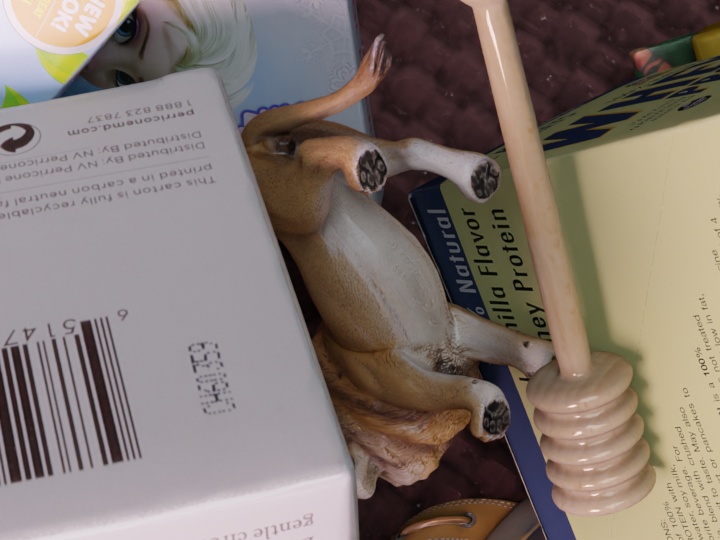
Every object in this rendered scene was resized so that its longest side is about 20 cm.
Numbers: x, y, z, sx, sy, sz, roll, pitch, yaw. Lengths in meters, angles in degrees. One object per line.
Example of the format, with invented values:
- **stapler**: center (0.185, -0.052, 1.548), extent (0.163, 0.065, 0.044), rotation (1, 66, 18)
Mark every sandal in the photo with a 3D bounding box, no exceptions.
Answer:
- **sandal**: center (0.044, 0.115, 0.893), extent (0.200, 0.082, 0.055), rotation (-37, 63, -17)

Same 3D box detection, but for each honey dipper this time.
- **honey dipper**: center (0.059, -0.013, 0.735), extent (0.038, 0.038, 0.201), rotation (-20, 112, -8)

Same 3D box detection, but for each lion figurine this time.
- **lion figurine**: center (0.000, 0.000, 0.788), extent (0.072, 0.122, 0.201), rotation (-38, 123, -32)

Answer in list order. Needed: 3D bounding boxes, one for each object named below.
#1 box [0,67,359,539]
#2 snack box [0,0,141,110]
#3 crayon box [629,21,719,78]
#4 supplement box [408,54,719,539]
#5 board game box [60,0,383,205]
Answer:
- **box**: center (-0.115, 0.058, 0.693), extent (0.198, 0.131, 0.201), rotation (-10, 42, -10)
- **snack box**: center (-0.192, -0.111, 0.756), extent (0.200, 0.068, 0.169), rotation (40, 109, -12)
- **crayon box**: center (0.217, -0.055, 0.898), extent (0.199, 0.051, 0.128), rotation (-16, 96, 17)
- **supplement box**: center (0.155, 0.024, 0.797), extent (0.134, 0.199, 0.201), rotation (-27, 98, -34)
- **board game box**: center (-0.102, -0.107, 0.809), extent (0.198, 0.041, 0.201), rotation (-7, 110, 6)
